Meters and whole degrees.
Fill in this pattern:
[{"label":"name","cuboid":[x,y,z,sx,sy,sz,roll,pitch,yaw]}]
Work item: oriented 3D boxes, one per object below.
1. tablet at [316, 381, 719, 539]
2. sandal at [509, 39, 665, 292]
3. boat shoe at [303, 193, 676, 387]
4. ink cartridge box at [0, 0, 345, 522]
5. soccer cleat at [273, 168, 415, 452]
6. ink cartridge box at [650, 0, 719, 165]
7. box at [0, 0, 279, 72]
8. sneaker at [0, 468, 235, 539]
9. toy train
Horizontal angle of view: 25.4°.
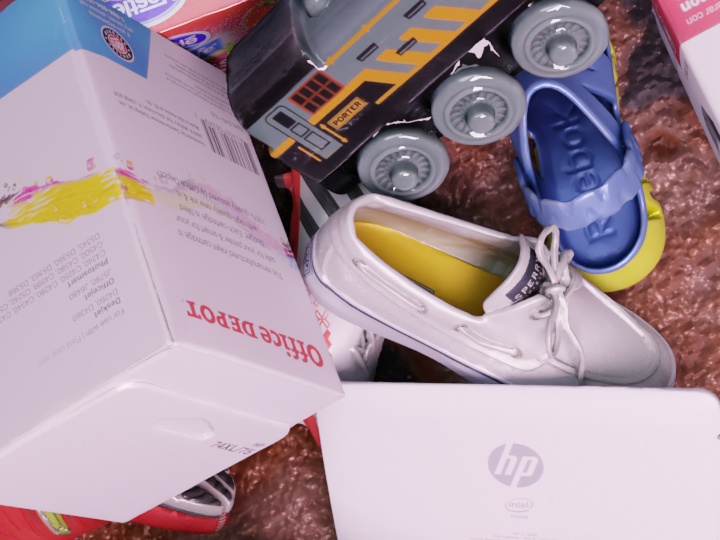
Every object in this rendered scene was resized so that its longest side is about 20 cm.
[{"label":"tablet","cuboid":[0.081,0.111,0.809,0.200,0.014,0.130,0,122,13]},{"label":"sandal","cuboid":[0.101,-0.088,0.824,0.079,0.087,0.200,-26,78,11]},{"label":"boat shoe","cuboid":[0.077,0.011,0.787,0.202,0.086,0.075,25,60,-9]},{"label":"ink cartridge box","cuboid":[-0.129,-0.003,0.772,0.146,0.147,0.200,-31,64,20]},{"label":"soccer cleat","cuboid":[0.000,0.000,0.850,0.085,0.069,0.200,-5,79,17]},{"label":"ink cartridge box","cuboid":[0.214,-0.062,0.762,0.086,0.148,0.200,-23,79,10]},{"label":"box","cuboid":[-0.116,-0.152,0.856,0.200,0.100,0.096,-21,80,-2]},{"label":"sneaker","cuboid":[-0.163,0.123,0.885,0.200,0.077,0.085,9,107,15]},{"label":"toy train","cuboid":[0.028,-0.112,0.758,0.200,0.114,0.085,-38,39,31]}]
